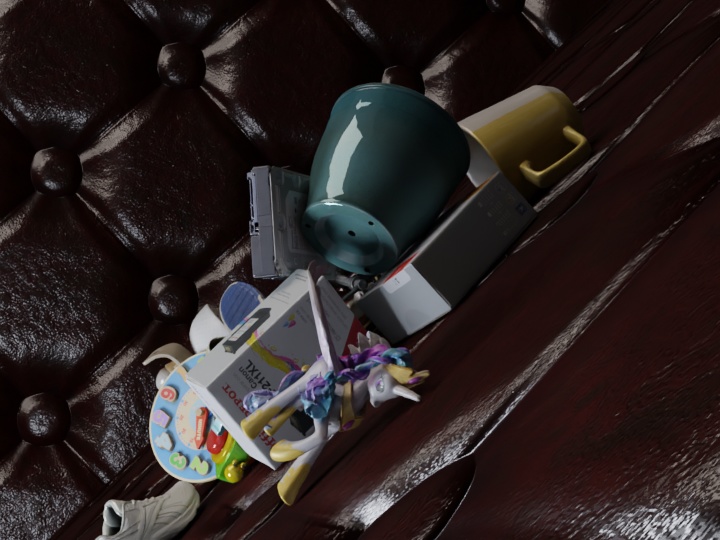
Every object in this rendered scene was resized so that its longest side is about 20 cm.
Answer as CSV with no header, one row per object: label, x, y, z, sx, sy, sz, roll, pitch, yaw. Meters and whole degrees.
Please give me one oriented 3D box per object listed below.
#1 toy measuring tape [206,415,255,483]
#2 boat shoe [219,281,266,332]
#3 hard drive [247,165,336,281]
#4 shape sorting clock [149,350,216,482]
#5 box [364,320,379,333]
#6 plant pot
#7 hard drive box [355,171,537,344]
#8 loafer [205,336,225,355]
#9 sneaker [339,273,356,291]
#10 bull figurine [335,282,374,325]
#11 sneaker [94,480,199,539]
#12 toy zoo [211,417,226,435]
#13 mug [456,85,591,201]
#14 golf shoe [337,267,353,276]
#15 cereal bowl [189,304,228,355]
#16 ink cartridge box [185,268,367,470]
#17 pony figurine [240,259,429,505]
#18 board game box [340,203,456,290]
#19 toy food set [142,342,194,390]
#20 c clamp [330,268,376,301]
toy measuring tape,-0.178,0.213,1.709,0.074,0.073,0.200,-41,31,16
boat shoe,-0.124,0.085,1.727,0.072,0.200,0.072,28,-81,-48
hard drive,-0.086,-0.057,1.614,0.038,0.141,0.200,-6,-5,22
shape sorting clock,-0.229,0.213,1.826,0.200,0.200,0.039,-42,-31,4
box,-0.033,0.124,1.848,0.164,0.021,0.200,-47,7,-38
plant pot,0.020,-0.104,1.602,0.200,0.200,0.189,-37,23,52
hard drive box,0.109,-0.015,1.568,0.200,0.077,0.156,-46,5,-34
loafer,-0.143,0.142,1.759,0.199,0.069,0.076,8,49,25
sneaker,-0.025,0.074,2.031,0.200,0.070,0.080,-47,9,52
bull figurine,-0.034,0.063,1.788,0.121,0.065,0.200,-28,1,-14
sneaker,-0.288,0.329,1.643,0.078,0.099,0.200,-39,6,33
toy zoo,-0.110,0.152,1.611,0.200,0.020,0.132,-34,-34,-21
mug,0.239,-0.169,1.728,0.153,0.187,0.150,-34,-30,-10
golf shoe,-0.056,-0.020,1.807,0.091,0.076,0.200,-22,-15,-4
cereal bowl,-0.198,0.148,1.959,0.083,0.200,0.200,-46,5,-3
ink cartridge box,-0.090,0.121,1.516,0.200,0.146,0.083,-44,23,-15
pony figurine,-0.028,0.114,1.274,0.200,0.166,0.193,-38,37,12
board game box,0.081,-0.022,1.850,0.200,0.057,0.165,-36,3,-19
toy food set,-0.256,0.197,1.964,0.060,0.200,0.144,-47,4,0
c clamp,0.000,0.000,1.711,0.170,0.027,0.200,-34,9,-4
